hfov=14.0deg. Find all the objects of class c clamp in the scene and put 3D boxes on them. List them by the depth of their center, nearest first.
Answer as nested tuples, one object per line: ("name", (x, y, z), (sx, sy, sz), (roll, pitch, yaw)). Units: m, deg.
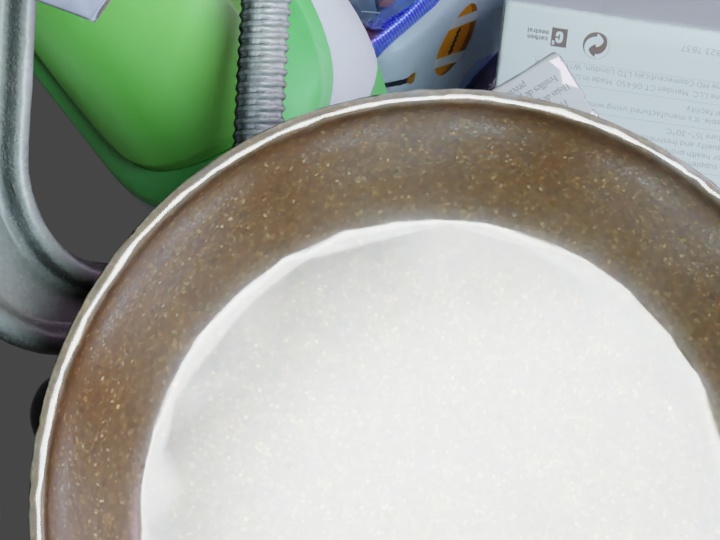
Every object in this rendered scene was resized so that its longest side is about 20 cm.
("c clamp", (-0.041, -0.073, 0.752), (0.171, 0.027, 0.201), (14, 81, -43))

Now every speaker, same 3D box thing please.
("speaker", (-0.072, -0.100, 0.805), (0.200, 0.088, 0.089), (54, 18, -32))

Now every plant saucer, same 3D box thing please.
("plant saucer", (0.021, 0.058, 0.697), (0.201, 0.200, 0.037), (64, -10, 4))

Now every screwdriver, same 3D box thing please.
("screwdriver", (-0.037, 0.038, 0.797), (0.029, 0.028, 0.200), (38, 11, 19))

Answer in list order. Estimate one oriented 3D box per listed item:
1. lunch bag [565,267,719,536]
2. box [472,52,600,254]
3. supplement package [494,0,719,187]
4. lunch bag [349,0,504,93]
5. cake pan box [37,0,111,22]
("lunch bag", (0.072, 0.050, 0.819), (0.127, 0.200, 0.170), (63, 16, 0))
("box", (0.016, -0.011, 0.825), (0.039, 0.041, 0.200), (59, -22, 1))
("supplement package", (0.096, 0.008, 0.955), (0.114, 0.109, 0.201), (-50, 147, -70))
("lunch bag", (0.028, -0.126, 1.045), (0.170, 0.123, 0.201), (66, 32, -62))
("cake pan box", (-0.133, -0.156, 0.632), (0.184, 0.052, 0.200), (18, 41, -28))
